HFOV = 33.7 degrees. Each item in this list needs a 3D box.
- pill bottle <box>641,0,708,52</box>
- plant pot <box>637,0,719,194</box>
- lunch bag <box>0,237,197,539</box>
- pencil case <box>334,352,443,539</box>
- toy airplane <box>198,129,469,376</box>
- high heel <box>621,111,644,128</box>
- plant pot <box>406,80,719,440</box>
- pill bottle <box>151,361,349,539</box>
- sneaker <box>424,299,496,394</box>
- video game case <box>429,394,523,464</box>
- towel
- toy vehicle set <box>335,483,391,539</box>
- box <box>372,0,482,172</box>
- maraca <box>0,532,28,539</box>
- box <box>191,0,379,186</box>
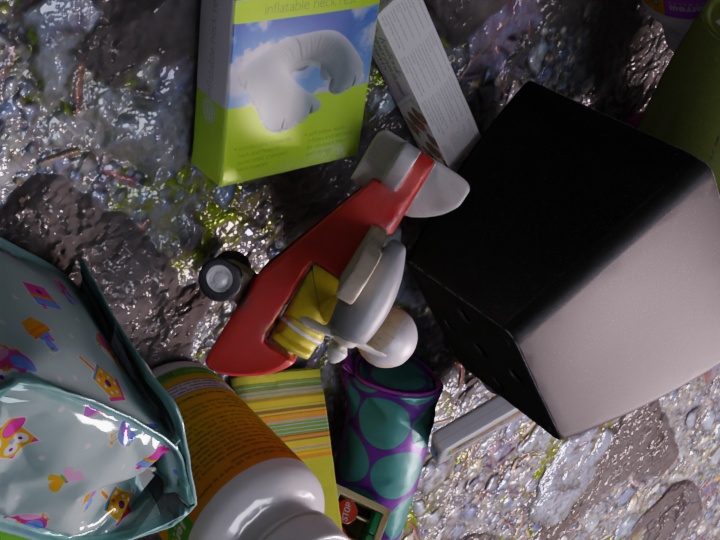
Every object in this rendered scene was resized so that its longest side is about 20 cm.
[{"bbox_3d":[0.274,-0.269,0.969,0.104,0.104,0.200,-42,140,-12],"label":"pill bottle"},{"bbox_3d":[0.310,-0.119,0.965,0.187,0.187,0.201,-31,142,-24],"label":"plant pot"},{"bbox_3d":[-0.193,0.070,0.719,0.122,0.170,0.200,-48,142,9],"label":"lunch bag"},{"bbox_3d":[0.010,0.169,1.065,0.092,0.085,0.201,14,116,-1],"label":"pencil case"},{"bbox_3d":[0.000,0.000,0.843,0.200,0.141,0.199,-40,-176,-41],"label":"toy airplane"},{"bbox_3d":[0.266,-0.058,1.156,0.096,0.067,0.201,-22,120,-18],"label":"high heel"},{"bbox_3d":[0.157,0.006,0.922,0.177,0.199,0.200,-40,132,-13],"label":"plant pot"},{"bbox_3d":[-0.096,0.163,0.863,0.111,0.200,0.112,-25,134,-29],"label":"pill bottle"},{"bbox_3d":[0.098,0.035,1.062,0.114,0.073,0.202,-23,122,-34],"label":"sneaker"},{"bbox_3d":[0.152,0.113,1.076,0.199,0.022,0.182,-29,168,-4],"label":"video game case"},{"bbox_3d":[-0.057,0.181,0.965,0.086,0.018,0.201,-2,79,-39],"label":"towel"},{"bbox_3d":[-0.066,0.267,0.981,0.124,0.027,0.201,26,72,-13],"label":"toy vehicle set"},{"bbox_3d":[0.047,-0.141,0.896,0.041,0.039,0.200,-46,141,-10],"label":"box"},{"bbox_3d":[-0.244,0.230,0.843,0.137,0.107,0.201,-9,124,-38],"label":"maraca"},{"bbox_3d":[-0.046,-0.162,0.781,0.121,0.048,0.201,-17,130,-34],"label":"box"}]
